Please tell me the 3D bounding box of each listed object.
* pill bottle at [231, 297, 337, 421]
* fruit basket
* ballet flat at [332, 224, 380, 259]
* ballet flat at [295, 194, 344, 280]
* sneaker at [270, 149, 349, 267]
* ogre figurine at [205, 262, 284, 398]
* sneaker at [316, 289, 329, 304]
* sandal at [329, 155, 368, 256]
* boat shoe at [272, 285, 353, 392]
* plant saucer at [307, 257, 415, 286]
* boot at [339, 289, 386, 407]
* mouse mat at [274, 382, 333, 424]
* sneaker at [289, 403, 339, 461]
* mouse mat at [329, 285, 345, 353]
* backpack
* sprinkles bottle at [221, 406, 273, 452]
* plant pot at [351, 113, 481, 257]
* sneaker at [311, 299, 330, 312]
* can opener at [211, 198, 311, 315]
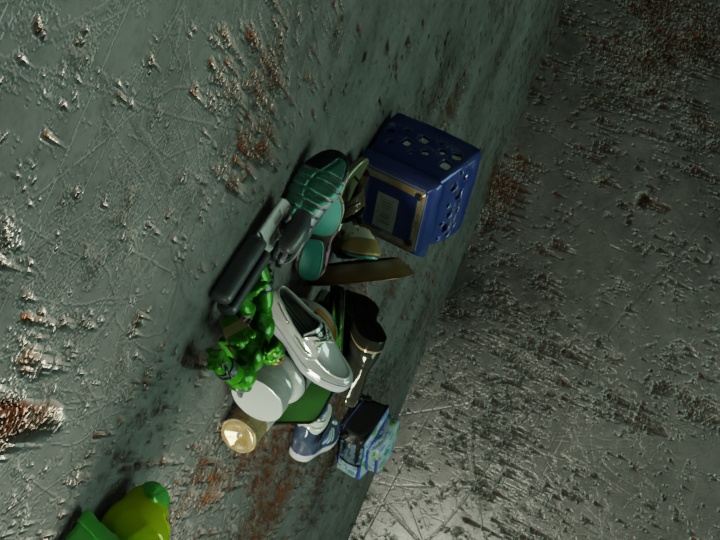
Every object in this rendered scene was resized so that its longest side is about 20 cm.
[{"bbox_3d":[-0.126,0.147,1.598,0.200,0.115,0.117,-55,162,-44],"label":"pill bottle"},{"bbox_3d":[-0.296,0.376,1.232,0.215,0.155,0.217,-42,154,-26],"label":"fruit basket"},{"bbox_3d":[-0.011,-0.053,1.770,0.200,0.068,0.064,-175,-87,-72],"label":"ballet flat"},{"bbox_3d":[-0.069,-0.072,1.615,0.072,0.068,0.201,-81,-175,-47],"label":"ballet flat"},{"bbox_3d":[-0.087,-0.097,1.498,0.201,0.074,0.088,-56,178,-10],"label":"sneaker"},{"bbox_3d":[-0.165,0.092,1.404,0.121,0.097,0.201,78,4,-46],"label":"ogre figurine"},{"bbox_3d":[-0.040,0.128,1.942,0.201,0.105,0.075,92,24,-56],"label":"sneaker"},{"bbox_3d":[-0.022,-0.109,1.741,0.080,0.057,0.203,-8,119,-76],"label":"sandal"},{"bbox_3d":[-0.081,0.110,1.528,0.067,0.200,0.074,-42,-174,45],"label":"boat shoe"},{"bbox_3d":[0.000,0.000,1.766,0.200,0.198,0.036,-17,101,-74],"label":"plant saucer"},{"bbox_3d":[-0.018,0.133,1.718,0.200,0.077,0.140,-102,-151,-65],"label":"boot"},{"bbox_3d":[-0.084,0.211,1.829,0.160,0.008,0.201,-12,-140,51],"label":"mouse mat"},{"bbox_3d":[-0.082,0.328,2.152,0.200,0.080,0.148,-30,144,-62],"label":"sneaker"},{"bbox_3d":[-0.046,0.106,1.720,0.200,0.007,0.163,-170,-98,-80],"label":"mouse mat"},{"bbox_3d":[0.016,0.478,2.669,0.183,0.146,0.201,-52,163,-44],"label":"backpack"},{"bbox_3d":[-0.167,0.234,1.674,0.200,0.068,0.069,-48,156,-57],"label":"sprinkles bottle"},{"bbox_3d":[0.094,-0.156,1.860,0.180,0.199,0.201,-44,154,-45],"label":"plant pot"},{"bbox_3d":[-0.084,0.118,1.759,0.201,0.074,0.080,85,-6,-63],"label":"sneaker"},{"bbox_3d":[-0.136,-0.020,1.377,0.201,0.066,0.054,-61,153,-31],"label":"can opener"}]
